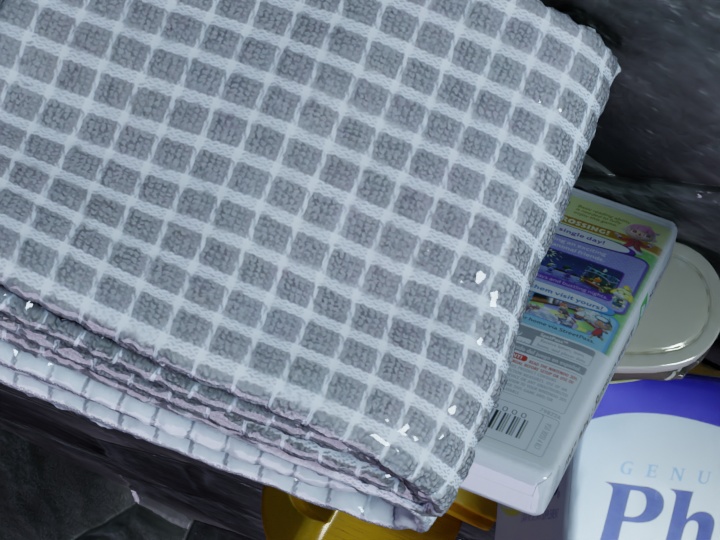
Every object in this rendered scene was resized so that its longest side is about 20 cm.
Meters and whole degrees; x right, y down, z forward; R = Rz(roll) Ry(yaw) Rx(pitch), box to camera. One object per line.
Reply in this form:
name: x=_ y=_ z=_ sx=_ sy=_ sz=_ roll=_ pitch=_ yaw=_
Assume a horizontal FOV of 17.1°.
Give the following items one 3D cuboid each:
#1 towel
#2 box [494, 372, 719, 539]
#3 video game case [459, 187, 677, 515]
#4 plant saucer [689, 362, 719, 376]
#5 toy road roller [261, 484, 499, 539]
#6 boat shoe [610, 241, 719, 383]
towel: x=-0.037 y=-0.031 z=0.737 sx=0.199 sy=0.166 sz=0.086 roll=22 pitch=162 yaw=-3
box: x=0.155 y=0.151 z=1.040 sx=0.183 sy=0.201 sz=0.105 roll=7 pitch=170 yaw=-12
video game case: x=0.000 y=0.000 z=0.874 sx=0.199 sy=0.182 sz=0.022 roll=19 pitch=124 yaw=12
plant saucer: x=0.169 y=0.093 z=1.242 sx=0.199 sy=0.049 sz=0.200 roll=25 pitch=169 yaw=-15
toy road roller: x=0.002 y=0.075 z=1.160 sx=0.123 sy=0.147 sz=0.200 roll=29 pitch=177 yaw=-31
boat shoe: x=0.045 y=0.012 z=0.974 sx=0.199 sy=0.072 sz=0.060 roll=4 pitch=168 yaw=2
